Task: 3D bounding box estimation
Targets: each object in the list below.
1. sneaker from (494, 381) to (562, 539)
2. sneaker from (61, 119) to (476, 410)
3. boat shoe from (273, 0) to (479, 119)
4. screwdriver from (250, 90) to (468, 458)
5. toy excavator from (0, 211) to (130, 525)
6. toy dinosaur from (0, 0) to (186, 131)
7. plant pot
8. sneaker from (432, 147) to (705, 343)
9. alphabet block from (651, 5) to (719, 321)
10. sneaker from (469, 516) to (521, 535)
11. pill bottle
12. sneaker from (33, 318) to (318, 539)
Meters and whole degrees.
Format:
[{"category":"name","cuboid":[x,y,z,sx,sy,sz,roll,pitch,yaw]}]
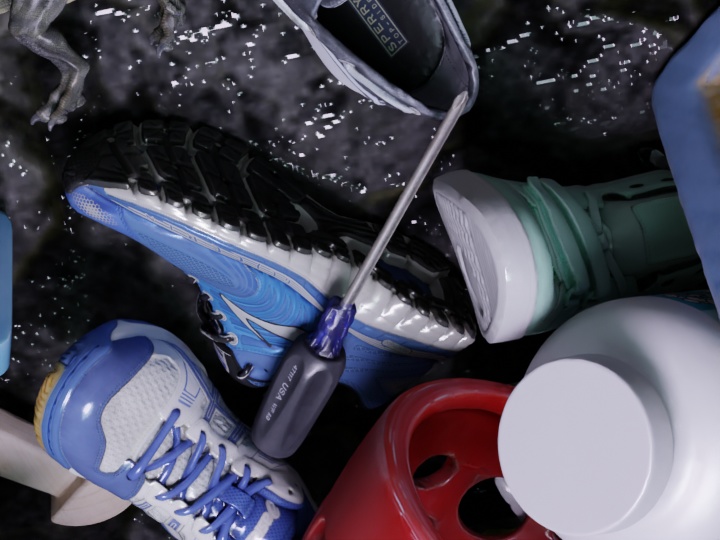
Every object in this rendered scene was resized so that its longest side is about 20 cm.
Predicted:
[{"category":"sneaker","cuboid":[0.146,0.123,1.344,0.099,0.078,0.200,-21,123,34]},{"category":"sneaker","cuboid":[-0.048,0.008,1.260,0.200,0.079,0.089,30,115,-25]},{"category":"boat shoe","cuboid":[-0.017,-0.131,1.152,0.072,0.068,0.200,-43,127,-7]},{"category":"screwdriver","cuboid":[0.000,0.000,1.212,0.028,0.029,0.200,13,121,-24]},{"category":"toy excavator","cuboid":[-0.187,0.034,1.265,0.194,0.100,0.200,2,140,-10]},{"category":"toy dinosaur","cuboid":[-0.118,-0.115,1.183,0.200,0.047,0.088,-25,119,7]},{"category":"plant pot","cuboid":[0.048,0.175,1.239,0.200,0.201,0.183,25,117,-23]},{"category":"sneaker","cuboid":[0.097,-0.018,1.211,0.118,0.200,0.074,-18,86,3]},{"category":"alphabet block","cuboid":[0.266,-0.045,1.190,0.200,0.195,0.196,29,120,-26]},{"category":"sneaker","cuboid":[0.013,0.178,1.395,0.200,0.075,0.085,-7,134,3]},{"category":"pill bottle","cuboid":[0.137,0.063,1.193,0.111,0.111,0.200,-49,158,25]},{"category":"sneaker","cuboid":[-0.065,0.087,1.271,0.075,0.088,0.200,-54,147,-3]}]
